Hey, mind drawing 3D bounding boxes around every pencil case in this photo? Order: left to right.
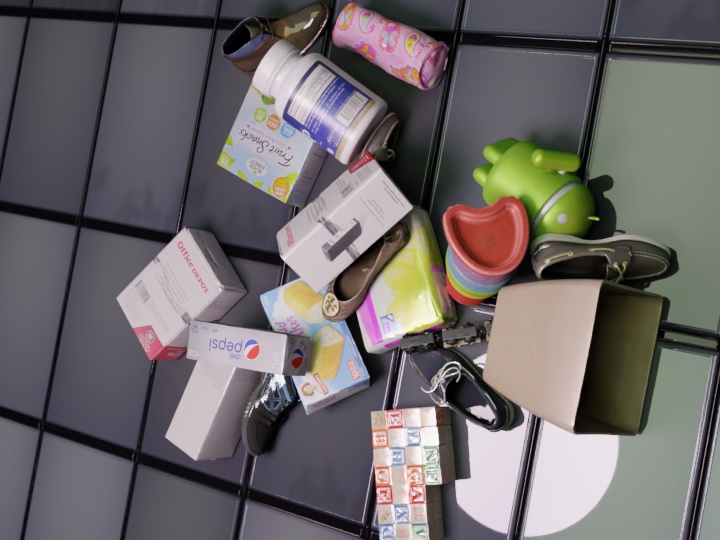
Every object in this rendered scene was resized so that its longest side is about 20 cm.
[{"bbox_3d":[0.048,-0.368,1.724,0.199,0.087,0.088,32,100,29],"label":"pencil case"}]

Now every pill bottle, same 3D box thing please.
[{"bbox_3d":[-0.067,-0.273,1.688,0.199,0.120,0.120,37,103,5],"label":"pill bottle"}]

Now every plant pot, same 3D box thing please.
[{"bbox_3d":[0.287,0.109,1.484,0.175,0.198,0.203,12,91,40],"label":"plant pot"}]

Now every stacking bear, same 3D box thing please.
[{"bbox_3d":[0.172,-0.011,1.551,0.120,0.200,0.115,-10,71,-8],"label":"stacking bear"}]

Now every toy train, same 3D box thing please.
[{"bbox_3d":[0.158,0.100,1.613,0.197,0.046,0.035,-11,68,13],"label":"toy train"}]

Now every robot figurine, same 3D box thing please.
[{"bbox_3d":[0.260,-0.110,1.556,0.200,0.115,0.177,45,133,24],"label":"robot figurine"}]

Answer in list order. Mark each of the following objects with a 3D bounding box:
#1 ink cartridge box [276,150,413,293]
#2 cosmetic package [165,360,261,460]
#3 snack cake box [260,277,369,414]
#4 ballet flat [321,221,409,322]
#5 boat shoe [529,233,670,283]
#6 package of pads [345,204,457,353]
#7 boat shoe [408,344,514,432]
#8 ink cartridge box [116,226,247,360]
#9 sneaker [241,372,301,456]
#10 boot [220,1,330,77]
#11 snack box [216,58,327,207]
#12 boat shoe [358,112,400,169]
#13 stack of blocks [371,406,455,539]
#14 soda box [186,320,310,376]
[{"bbox_3d":[-0.028,-0.076,1.628,0.199,0.144,0.084,-41,108,5],"label":"ink cartridge box"},{"bbox_3d":[-0.238,0.215,1.808,0.084,0.107,0.202,29,98,28],"label":"cosmetic package"},{"bbox_3d":[-0.074,0.115,1.723,0.114,0.067,0.202,-23,72,-7],"label":"snack cake box"},{"bbox_3d":[0.000,0.000,1.654,0.200,0.046,0.068,-48,63,18],"label":"ballet flat"},{"bbox_3d":[0.339,-0.008,1.488,0.198,0.073,0.061,3,43,0],"label":"boat shoe"},{"bbox_3d":[0.060,0.013,1.683,0.153,0.068,0.203,-23,74,26],"label":"package of pads"},{"bbox_3d":[0.145,0.177,1.621,0.200,0.062,0.075,43,107,26],"label":"boat shoe"},{"bbox_3d":[-0.318,0.042,1.884,0.200,0.084,0.146,-43,67,21],"label":"ink cartridge box"},{"bbox_3d":[-0.141,0.218,1.772,0.081,0.073,0.203,16,95,22],"label":"sneaker"},{"bbox_3d":[-0.148,-0.406,1.828,0.199,0.097,0.076,-32,71,23],"label":"boot"},{"bbox_3d":[-0.133,-0.235,1.819,0.167,0.067,0.202,29,100,27],"label":"snack box"},{"bbox_3d":[0.019,-0.157,1.725,0.057,0.067,0.201,35,97,17],"label":"boat shoe"},{"bbox_3d":[0.085,0.315,1.642,0.114,0.058,0.203,-8,81,28],"label":"stack of blocks"},{"bbox_3d":[-0.179,0.123,1.681,0.198,0.068,0.065,6,88,32],"label":"soda box"}]
